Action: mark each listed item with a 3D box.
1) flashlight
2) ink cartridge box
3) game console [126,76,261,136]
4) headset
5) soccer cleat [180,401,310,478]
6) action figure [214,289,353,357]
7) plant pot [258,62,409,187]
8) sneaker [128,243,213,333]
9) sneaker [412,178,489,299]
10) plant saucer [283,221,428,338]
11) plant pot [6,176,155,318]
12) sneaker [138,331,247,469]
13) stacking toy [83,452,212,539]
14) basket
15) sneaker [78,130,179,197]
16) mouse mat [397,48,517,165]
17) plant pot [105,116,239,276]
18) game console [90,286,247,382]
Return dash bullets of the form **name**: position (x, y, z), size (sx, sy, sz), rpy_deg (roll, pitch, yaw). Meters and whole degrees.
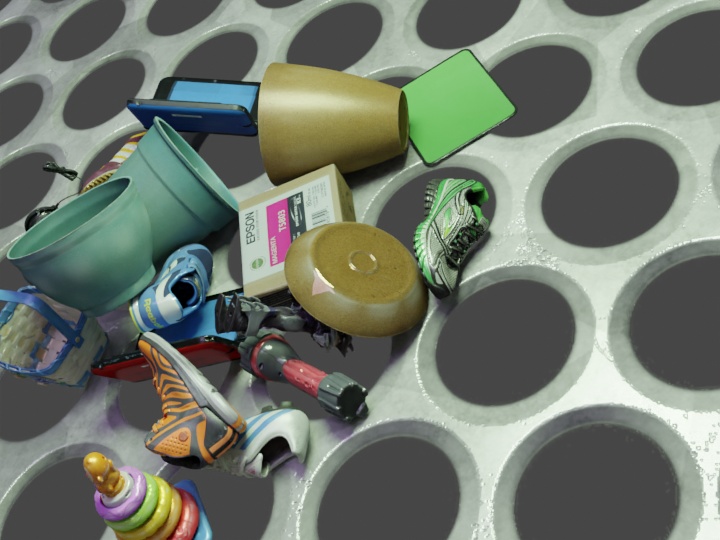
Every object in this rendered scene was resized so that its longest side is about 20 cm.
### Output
- **flashlight**: position (-0.078, 0.134, 1.466), size (0.067, 0.068, 0.199), rpy_deg (-19, 28, -36)
- **ink cartridge box**: position (-0.087, -0.038, 1.617), size (0.164, 0.075, 0.201), rpy_deg (-21, 47, 12)
- **game console**: position (-0.265, -0.291, 1.870), size (0.198, 0.171, 0.119), rpy_deg (4, 79, 7)
- **headset**: position (-0.512, -0.073, 1.855), size (0.123, 0.094, 0.201), rpy_deg (14, 84, 43)
- **soccer cleat**: position (-0.158, 0.229, 1.434), size (0.199, 0.070, 0.087), rpy_deg (-18, 47, 16)
- **action figure**: position (-0.086, 0.064, 1.474), size (0.130, 0.199, 0.070), rpy_deg (30, 112, 60)
- **plant pot**: position (-0.032, -0.222, 1.685), size (0.198, 0.187, 0.187), rpy_deg (-1, 52, 13)
- **sneaker**: position (-0.251, 0.022, 1.621), size (0.082, 0.074, 0.200), rpy_deg (-16, 23, 28)
- **sneaker**: position (0.123, -0.050, 1.504), size (0.085, 0.078, 0.201), rpy_deg (-6, 50, 25)
- **plant saucer**: position (0.000, 0.000, 1.478), size (0.199, 0.036, 0.201), rpy_deg (12, 45, -12)
- **plant pot**: position (-0.369, -0.020, 1.571), size (0.199, 0.135, 0.201), rpy_deg (-26, 21, 11)
- **sneaker**: position (-0.242, 0.169, 1.418), size (0.112, 0.078, 0.200), rpy_deg (-45, 58, -7)
- **stacking toy**: position (-0.277, 0.280, 1.366), size (0.109, 0.200, 0.116), rpy_deg (-32, 45, 1)
- **basket**: position (-0.475, 0.084, 1.645), size (0.175, 0.200, 0.140), rpy_deg (9, 58, 34)
- **sneaker**: position (-0.392, -0.176, 1.921), size (0.199, 0.075, 0.090), rpy_deg (-31, 36, -6)
- **mouse mat**: position (0.134, -0.252, 1.720), size (0.160, 0.008, 0.200), rpy_deg (-31, 43, 3)
- **plant pot**: position (-0.314, -0.094, 1.728), size (0.196, 0.200, 0.200), rpy_deg (-42, 44, 4)
- **game console**: position (-0.260, 0.081, 1.591), size (0.199, 0.172, 0.120), rpy_deg (-14, 74, 19)
